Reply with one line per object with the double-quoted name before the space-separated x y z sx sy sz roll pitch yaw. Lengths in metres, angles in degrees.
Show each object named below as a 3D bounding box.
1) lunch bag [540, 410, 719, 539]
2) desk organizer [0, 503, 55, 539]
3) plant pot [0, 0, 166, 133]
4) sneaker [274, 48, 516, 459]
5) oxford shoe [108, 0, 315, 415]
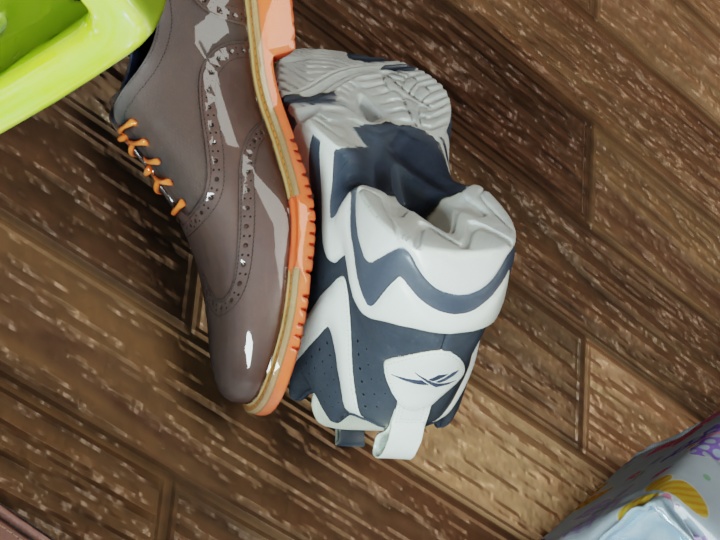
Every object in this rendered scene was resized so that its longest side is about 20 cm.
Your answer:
"lunch bag" 0.168 0.175 1.131 0.200 0.127 0.170 56 34 1
"desk organizer" -0.162 0.094 0.787 0.200 0.072 0.077 40 46 -33
"plant pot" -0.172 -0.153 0.802 0.199 0.200 0.182 48 34 -28
"sneaker" 0.000 0.000 1.056 0.079 0.130 0.199 1 29 -25
"oxford shoe" -0.063 -0.042 1.010 0.072 0.071 0.201 -1 75 -21
